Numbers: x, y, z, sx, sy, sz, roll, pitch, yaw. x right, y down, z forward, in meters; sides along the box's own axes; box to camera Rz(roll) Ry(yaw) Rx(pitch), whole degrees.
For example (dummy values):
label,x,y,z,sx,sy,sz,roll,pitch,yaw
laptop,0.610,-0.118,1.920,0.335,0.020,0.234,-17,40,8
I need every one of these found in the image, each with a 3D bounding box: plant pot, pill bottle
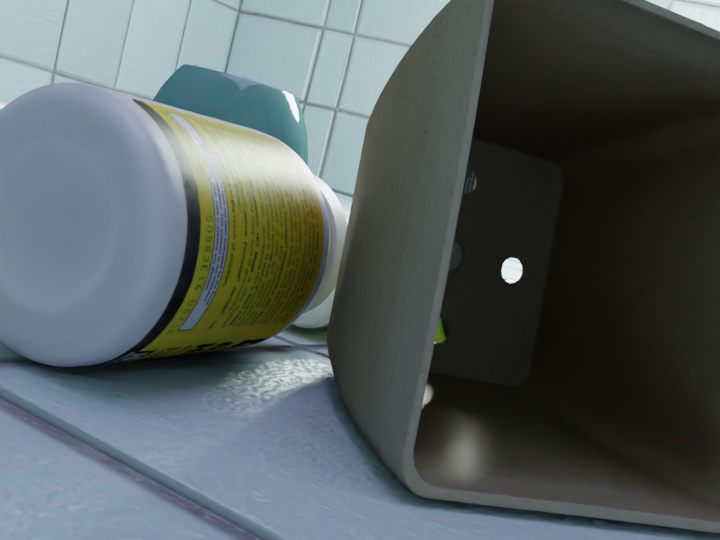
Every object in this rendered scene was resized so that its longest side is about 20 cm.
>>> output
label,x,y,z,sx,sy,sz,roll,pitch,yaw
plant pot,-0.142,-0.118,1.025,0.197,0.164,0.201,15,6,-2
pill bottle,-0.083,-0.017,0.476,0.111,0.115,0.199,17,6,24
plant pot,0.084,-0.003,0.475,0.196,0.204,0.176,12,-3,-24

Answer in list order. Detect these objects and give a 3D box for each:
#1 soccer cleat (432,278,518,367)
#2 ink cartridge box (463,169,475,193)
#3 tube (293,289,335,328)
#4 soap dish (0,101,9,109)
label,x,y,z,sx,sy,sz,roll,pitch,yaw
soccer cleat,0.048,0.039,0.635,0.083,0.066,0.199,-17,-10,34
ink cartridge box,0.114,-0.073,1.229,0.074,0.168,0.200,13,5,10
tube,-0.011,0.014,0.705,0.058,0.052,0.200,52,8,11
soap dish,-0.256,-0.086,0.821,0.155,0.083,0.199,17,6,20
